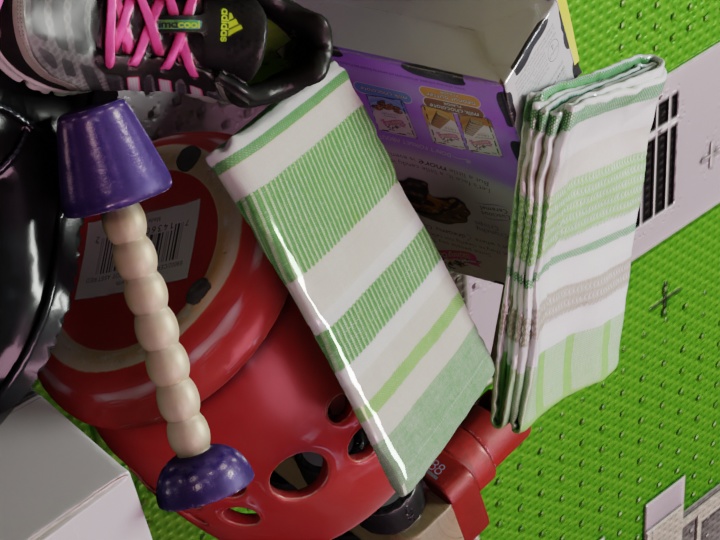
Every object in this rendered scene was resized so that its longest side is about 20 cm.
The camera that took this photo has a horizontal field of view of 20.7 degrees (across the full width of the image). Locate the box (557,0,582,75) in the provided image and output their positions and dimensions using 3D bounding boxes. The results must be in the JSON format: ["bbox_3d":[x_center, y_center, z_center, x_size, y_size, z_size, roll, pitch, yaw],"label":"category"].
[{"bbox_3d":[0.081,-0.193,1.211,0.050,0.075,0.200,-40,141,-19],"label":"box"}]

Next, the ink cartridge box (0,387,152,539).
[{"bbox_3d":[-0.193,0.124,1.040,0.084,0.200,0.146,-35,138,-24],"label":"ink cartridge box"}]

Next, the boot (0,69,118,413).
[{"bbox_3d":[-0.208,-0.048,0.949,0.162,0.073,0.199,29,70,-43],"label":"boot"}]

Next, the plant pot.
[{"bbox_3d":[-0.075,0.038,1.110,0.201,0.200,0.182,-54,137,-3],"label":"plant pot"}]

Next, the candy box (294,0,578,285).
[{"bbox_3d":[0.050,-0.082,1.174,0.072,0.167,0.200,-57,146,-26],"label":"candy box"}]

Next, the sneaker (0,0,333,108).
[{"bbox_3d":[-0.091,-0.119,0.968,0.199,0.087,0.074,5,87,-46],"label":"sneaker"}]

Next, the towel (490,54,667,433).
[{"bbox_3d":[0.131,-0.017,1.143,0.149,0.031,0.201,-23,123,-52],"label":"towel"}]

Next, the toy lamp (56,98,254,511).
[{"bbox_3d":[-0.103,0.016,0.966,0.058,0.058,0.201,-25,104,-33],"label":"toy lamp"}]

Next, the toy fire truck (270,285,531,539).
[{"bbox_3d":[0.036,0.075,1.274,0.200,0.176,0.129,-41,139,-19],"label":"toy fire truck"}]

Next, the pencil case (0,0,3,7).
[{"bbox_3d":[-0.190,-0.157,0.843,0.093,0.091,0.201,13,99,-47],"label":"pencil case"}]

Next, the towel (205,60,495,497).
[{"bbox_3d":[0.000,0.000,1.043,0.201,0.023,0.153,62,30,-11],"label":"towel"}]
